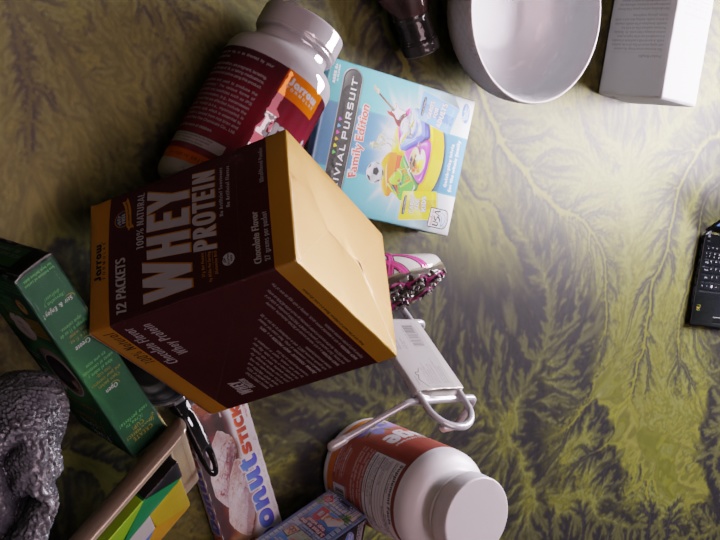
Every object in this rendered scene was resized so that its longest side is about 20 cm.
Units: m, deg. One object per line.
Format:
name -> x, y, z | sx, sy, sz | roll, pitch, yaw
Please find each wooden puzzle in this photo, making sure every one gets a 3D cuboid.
wooden puzzle -> -0.211, 0.237, 1.154 | 0.037, 0.200, 0.185 | 36, 68, 10

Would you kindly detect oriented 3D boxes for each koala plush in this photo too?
koala plush -> -0.354, 0.155, 1.034 | 0.199, 0.177, 0.185 | 14, 103, -24

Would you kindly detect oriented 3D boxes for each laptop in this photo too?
laptop -> 0.554, -0.011, 1.723 | 0.176, 0.103, 0.202 | 7, 94, -37

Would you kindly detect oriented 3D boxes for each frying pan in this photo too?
frying pan -> -0.177, 0.098, 1.229 | 0.190, 0.031, 0.115 | 53, 51, -31

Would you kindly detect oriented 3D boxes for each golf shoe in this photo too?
golf shoe -> 0.000, 0.000, 1.321 | 0.199, 0.073, 0.093 | -10, 63, -32

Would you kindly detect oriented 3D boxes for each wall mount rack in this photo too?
wall mount rack -> 0.023, 0.113, 1.329 | 0.173, 0.200, 0.075 | 0, 133, -39

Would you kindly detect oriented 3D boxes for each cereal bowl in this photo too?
cereal bowl -> 0.169, -0.286, 1.399 | 0.199, 0.083, 0.202 | -7, 102, -36

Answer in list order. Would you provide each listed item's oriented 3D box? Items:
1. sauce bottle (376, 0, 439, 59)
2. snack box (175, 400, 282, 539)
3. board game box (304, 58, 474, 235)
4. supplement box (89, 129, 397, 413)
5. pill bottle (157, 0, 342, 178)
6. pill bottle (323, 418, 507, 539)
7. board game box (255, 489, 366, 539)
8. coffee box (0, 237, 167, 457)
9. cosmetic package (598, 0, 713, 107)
sauce bottle -> 0.035, -0.319, 1.305 | 0.066, 0.066, 0.201 | -35, 117, -27
snack box -> -0.131, 0.213, 1.300 | 0.072, 0.024, 0.201 | -27, 113, -32
board game box -> 0.021, -0.128, 1.339 | 0.199, 0.047, 0.152 | 10, 92, -38
supplement box -> -0.103, 0.010, 1.125 | 0.197, 0.199, 0.134 | 45, 32, -52
pill bottle -> -0.099, -0.151, 1.204 | 0.113, 0.113, 0.201 | 35, 77, -35
pill bottle -> 0.058, 0.231, 1.335 | 0.112, 0.199, 0.113 | -8, 103, -36
board game box -> -0.096, 0.352, 1.307 | 0.199, 0.062, 0.201 | -14, 123, -42
coffee box -> -0.259, 0.067, 1.120 | 0.044, 0.123, 0.201 | -41, 118, -24
cosmetic package -> 0.363, -0.304, 1.529 | 0.071, 0.101, 0.202 | 7, 95, -38
